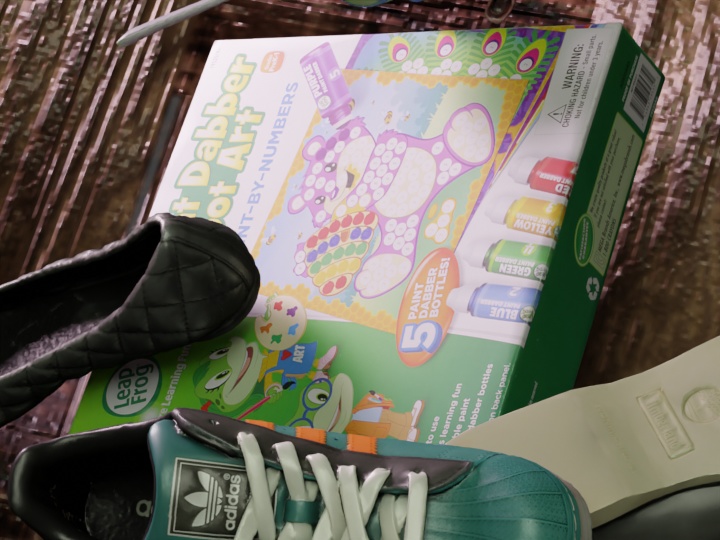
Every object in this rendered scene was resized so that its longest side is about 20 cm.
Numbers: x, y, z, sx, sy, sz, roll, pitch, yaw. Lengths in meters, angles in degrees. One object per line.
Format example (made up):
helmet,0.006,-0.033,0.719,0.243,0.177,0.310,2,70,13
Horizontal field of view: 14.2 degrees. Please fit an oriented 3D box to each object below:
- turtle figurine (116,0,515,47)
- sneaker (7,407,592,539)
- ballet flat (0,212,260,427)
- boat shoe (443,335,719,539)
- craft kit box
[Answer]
turtle figurine,0.011,-0.185,1.175,0.200,0.144,0.194,9,34,42
sneaker,-0.026,0.084,0.939,0.200,0.080,0.071,-1,76,31
ballet flat,-0.127,0.017,1.124,0.200,0.057,0.067,-21,47,30
boat shoe,0.124,0.068,0.985,0.201,0.063,0.074,-16,44,0
craft kit box,0.000,0.000,1.115,0.197,0.049,0.200,-1,60,37
